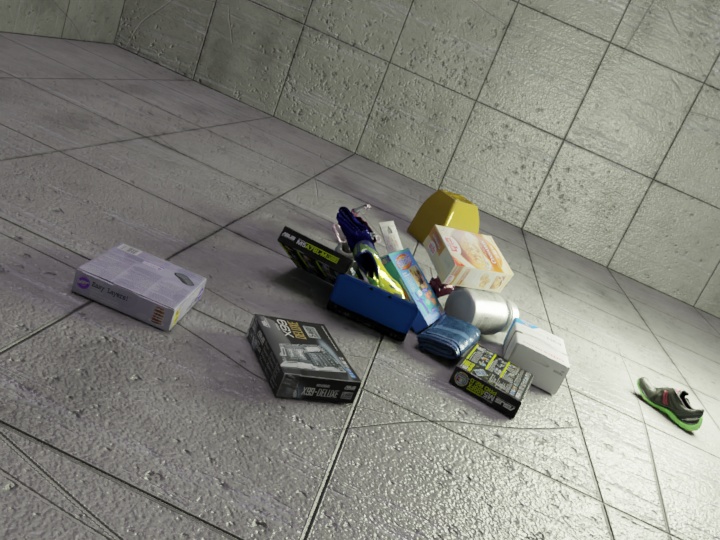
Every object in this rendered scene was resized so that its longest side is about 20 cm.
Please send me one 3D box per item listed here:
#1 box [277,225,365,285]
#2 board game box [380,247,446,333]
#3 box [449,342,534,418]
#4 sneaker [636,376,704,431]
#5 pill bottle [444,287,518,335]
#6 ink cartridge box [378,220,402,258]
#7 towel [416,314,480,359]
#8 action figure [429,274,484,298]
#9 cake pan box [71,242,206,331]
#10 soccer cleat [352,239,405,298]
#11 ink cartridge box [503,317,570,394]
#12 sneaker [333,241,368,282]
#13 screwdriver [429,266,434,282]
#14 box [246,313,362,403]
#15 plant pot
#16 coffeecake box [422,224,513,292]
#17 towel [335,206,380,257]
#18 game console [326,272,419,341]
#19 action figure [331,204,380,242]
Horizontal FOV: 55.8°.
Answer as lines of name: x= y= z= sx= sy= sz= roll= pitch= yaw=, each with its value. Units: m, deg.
box: x=-0.088 y=-0.017 z=1.628 sx=0.191 sy=0.048 sz=0.200 roll=28 pitch=-11 yaw=17
board game box: x=0.130 y=0.046 z=1.720 sx=0.202 sy=0.045 sz=0.152 roll=61 pitch=25 yaw=6
box: x=0.299 y=0.243 z=1.533 sx=0.158 sy=0.045 sz=0.200 roll=28 pitch=18 yaw=15
sneaker: x=0.845 y=0.349 z=1.851 sx=0.076 sy=0.085 sz=0.200 roll=6 pitch=25 yaw=-44
pill bottle: x=0.328 y=0.113 z=1.820 sx=0.198 sy=0.116 sz=0.114 roll=10 pitch=22 yaw=-38
ink cartridge box: x=0.085 y=-0.044 z=1.875 sx=0.200 sy=0.044 sz=0.179 roll=-20 pitch=89 yaw=-75
towel: x=0.215 y=0.158 z=1.630 sx=0.110 sy=0.049 sz=0.199 roll=17 pitch=14 yaw=22
action figure: x=0.229 y=0.049 z=1.868 sx=0.198 sy=0.135 sz=0.150 roll=-18 pitch=60 yaw=-40
cake pan box: x=-0.406 y=0.023 z=1.261 sx=0.197 sy=0.053 sz=0.184 roll=23 pitch=16 yaw=-3
soccer cleat: x=0.041 y=0.022 z=1.606 sx=0.202 sy=0.064 sz=0.084 roll=58 pitch=19 yaw=-18
ink cartridge box: x=0.442 y=0.213 z=1.729 sx=0.143 sy=0.085 sz=0.200 roll=25 pitch=18 yaw=5
sneaker: x=0.000 y=0.000 z=1.788 sx=0.199 sy=0.082 sz=0.076 roll=33 pitch=18 yaw=24
screwdriver: x=0.218 y=0.022 z=2.094 sx=0.029 sy=0.028 sz=0.200 roll=-8 pitch=19 yaw=0
box: x=-0.107 y=0.160 z=1.247 sx=0.155 sy=0.050 sz=0.200 roll=13 pitch=21 yaw=-30
plant pot: x=0.325 y=-0.181 z=2.517 sx=0.192 sy=0.203 sz=0.195 roll=10 pitch=21 yaw=-35
coffeecake box: x=0.284 y=-0.031 z=1.808 sx=0.197 sy=0.074 sz=0.155 roll=8 pitch=41 yaw=-30
towel: x=0.000 y=-0.066 z=1.871 sx=0.148 sy=0.049 sz=0.201 roll=49 pitch=-12 yaw=46
game console: x=0.033 y=0.068 z=1.575 sx=0.197 sy=0.120 sz=0.171 roll=24 pitch=18 yaw=1
action figure: x=-0.014 y=-0.124 z=2.154 sx=0.147 sy=0.136 sz=0.200 roll=-23 pitch=12 yaw=-4
